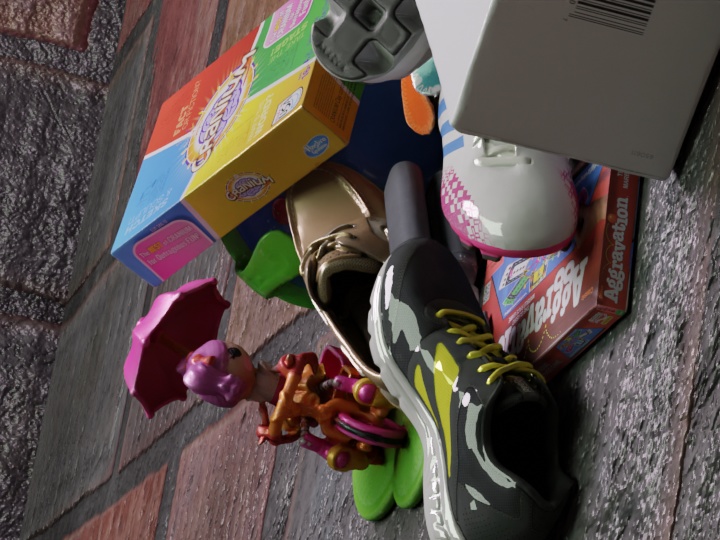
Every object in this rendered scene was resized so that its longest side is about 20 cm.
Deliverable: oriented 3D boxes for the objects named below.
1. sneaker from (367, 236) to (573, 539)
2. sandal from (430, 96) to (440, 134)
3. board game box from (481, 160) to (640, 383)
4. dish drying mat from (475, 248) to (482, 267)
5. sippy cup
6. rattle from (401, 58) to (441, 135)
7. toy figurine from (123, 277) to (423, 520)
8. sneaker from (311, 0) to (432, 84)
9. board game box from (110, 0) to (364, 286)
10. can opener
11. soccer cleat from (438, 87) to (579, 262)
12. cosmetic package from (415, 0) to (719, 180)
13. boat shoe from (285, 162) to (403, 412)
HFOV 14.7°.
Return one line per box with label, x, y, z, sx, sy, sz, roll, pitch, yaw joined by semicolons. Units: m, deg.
sneaker;0.067;0.063;1.467;0.085;0.074;0.201;-45;53;45
sandal;0.071;-0.186;1.778;0.082;0.054;0.201;-171;80;-83
board game box;0.103;0.007;1.503;0.200;0.019;0.104;130;150;-63
dish drying mat;0.082;-0.091;1.698;0.077;0.018;0.201;-137;61;-76
sippy cup;-0.012;-0.063;1.848;0.130;0.139;0.179;-45;41;47
rattle;0.030;-0.204;1.668;0.201;0.143;0.130;-58;16;-3
toy figurine;-0.056;0.074;1.752;0.200;0.183;0.151;-125;50;-72
sneaker;0.059;-0.186;1.569;0.200;0.074;0.088;-45;-20;16
board game box;-0.071;-0.096;1.804;0.200;0.040;0.153;-35;28;38
can opener;0.039;0.006;1.625;0.200;0.052;0.067;-94;20;-54
soccer cleat;0.072;-0.076;1.486;0.200;0.069;0.087;-103;7;-64
cosmetic package;0.118;-0.186;1.403;0.200;0.122;0.200;-103;29;-60
boat shoe;0.000;0.000;1.693;0.071;0.064;0.200;-43;51;13
